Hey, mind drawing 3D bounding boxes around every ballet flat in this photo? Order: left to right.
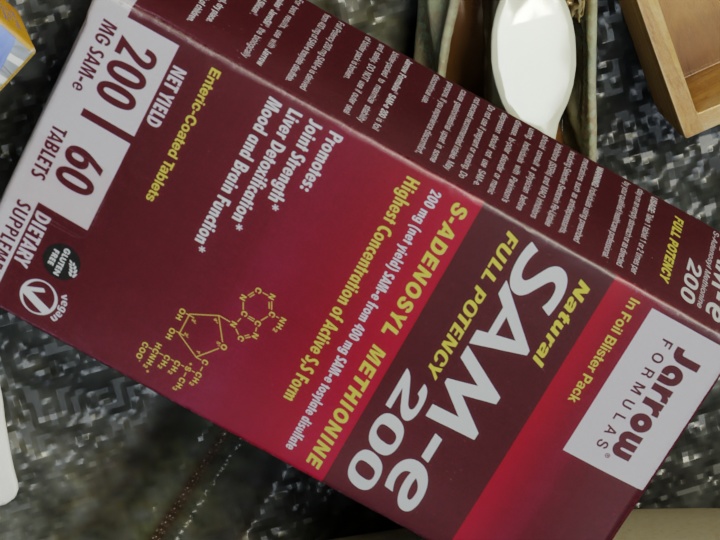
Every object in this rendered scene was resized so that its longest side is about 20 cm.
[{"bbox_3d":[0.042,-0.028,0.838,0.067,0.062,0.201,-7,113,-9],"label":"ballet flat"}]

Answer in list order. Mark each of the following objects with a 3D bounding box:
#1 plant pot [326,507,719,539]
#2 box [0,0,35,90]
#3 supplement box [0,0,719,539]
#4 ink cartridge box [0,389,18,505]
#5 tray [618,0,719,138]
[{"bbox_3d":[0.070,0.150,0.868,0.199,0.187,0.188,12,109,-3],"label":"plant pot"},{"bbox_3d":[-0.194,-0.080,0.705,0.119,0.041,0.200,-46,118,5],"label":"box"},{"bbox_3d":[0.000,0.000,0.797,0.199,0.061,0.109,28,119,-2],"label":"supplement box"},{"bbox_3d":[-0.202,0.052,0.813,0.199,0.067,0.118,-11,113,-8],"label":"ink cartridge box"},{"bbox_3d":[0.104,-0.149,0.818,0.098,0.037,0.201,-24,116,-3],"label":"tray"}]
